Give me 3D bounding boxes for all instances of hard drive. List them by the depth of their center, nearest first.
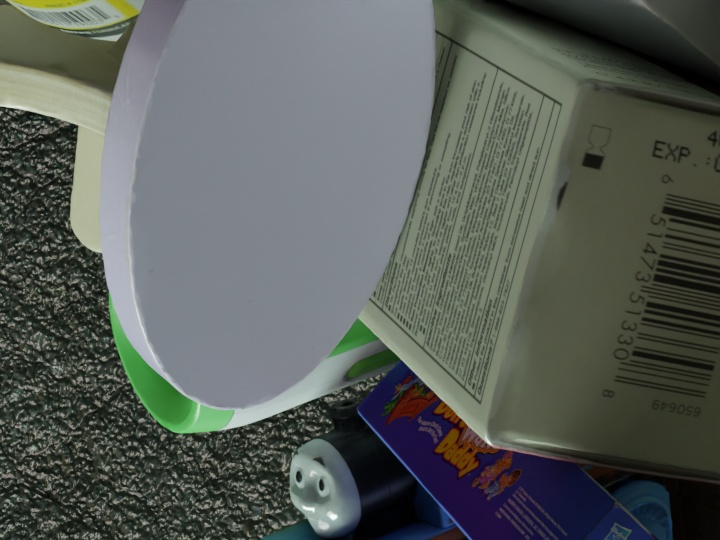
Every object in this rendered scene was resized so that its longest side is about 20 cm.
[{"bbox_3d":[0.042,-0.123,0.938,0.200,0.025,0.132,27,177,46],"label":"hard drive"}]

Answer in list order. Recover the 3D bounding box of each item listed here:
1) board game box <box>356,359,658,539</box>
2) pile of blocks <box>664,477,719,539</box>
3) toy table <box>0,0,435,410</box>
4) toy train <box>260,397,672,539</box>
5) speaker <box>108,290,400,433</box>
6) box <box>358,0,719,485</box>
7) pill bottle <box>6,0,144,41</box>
[{"bbox_3d":[0.084,0.106,0.978,0.134,0.045,0.200,44,180,-23],"label":"board game box"},{"bbox_3d":[0.197,0.089,0.998,0.199,0.063,0.082,-10,-173,-40],"label":"pile of blocks"},{"bbox_3d":[-0.060,-0.066,0.954,0.183,0.201,0.117,-2,-151,-41],"label":"toy table"},{"bbox_3d":[0.051,0.090,1.122,0.199,0.115,0.086,-20,-164,-29],"label":"toy train"},{"bbox_3d":[0.000,0.000,1.113,0.199,0.089,0.088,-20,-154,-28],"label":"speaker"},{"bbox_3d":[0.075,-0.019,0.972,0.108,0.129,0.200,10,-168,-19],"label":"box"},{"bbox_3d":[-0.131,-0.168,0.998,0.112,0.113,0.200,28,176,30],"label":"pill bottle"}]
